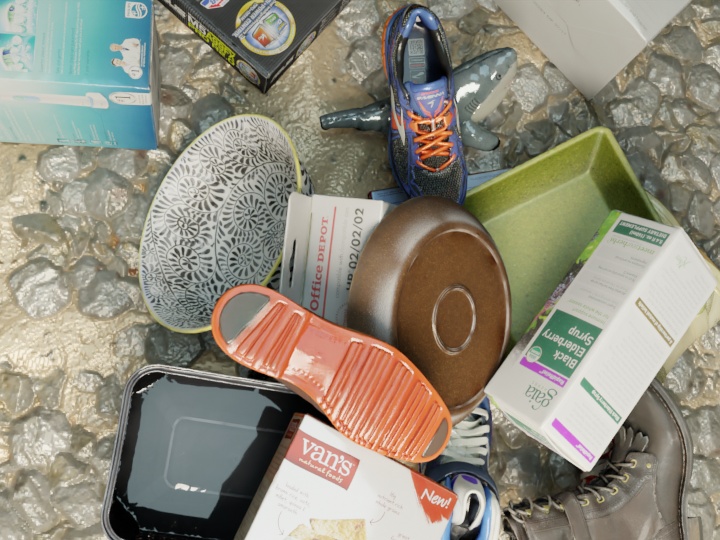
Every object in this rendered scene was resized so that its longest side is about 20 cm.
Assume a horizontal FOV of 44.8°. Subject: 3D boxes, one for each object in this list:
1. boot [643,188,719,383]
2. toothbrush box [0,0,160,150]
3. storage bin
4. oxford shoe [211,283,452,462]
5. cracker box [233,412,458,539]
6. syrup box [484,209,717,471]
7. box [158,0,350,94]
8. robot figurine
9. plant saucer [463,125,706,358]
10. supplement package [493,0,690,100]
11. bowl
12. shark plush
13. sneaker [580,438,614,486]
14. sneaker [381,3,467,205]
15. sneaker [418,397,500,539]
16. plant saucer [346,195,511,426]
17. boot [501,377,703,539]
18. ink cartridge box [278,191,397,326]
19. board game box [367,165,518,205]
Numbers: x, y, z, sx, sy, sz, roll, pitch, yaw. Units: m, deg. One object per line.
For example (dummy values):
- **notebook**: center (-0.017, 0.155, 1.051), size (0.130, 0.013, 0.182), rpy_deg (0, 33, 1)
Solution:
- **boot**: center (0.263, 0.014, 0.882), size (0.155, 0.073, 0.200), rpy_deg (-44, 91, -14)
- **toothbrush box**: center (-0.280, -0.175, 0.775), size (0.196, 0.146, 0.087), rpy_deg (0, 78, -10)
- **storage bin**: center (-0.099, 0.157, 0.707), size (0.196, 0.094, 0.138), rpy_deg (11, 80, -12)
- **oxford shoe**: center (-0.019, 0.070, 0.643), size (0.199, 0.072, 0.072), rpy_deg (36, 85, -10)
- **cracker box**: center (-0.031, 0.224, 0.636), size (0.132, 0.058, 0.202), rpy_deg (28, 77, -8)
- **syrup box**: center (0.203, 0.057, 0.738), size (0.081, 0.078, 0.201), rpy_deg (43, 81, -32)
- **box**: center (-0.093, -0.307, 0.891), size (0.160, 0.044, 0.201), rpy_deg (41, 74, 0)
- **robot figurine**: center (-0.078, 0.161, 0.790), size (0.199, 0.058, 0.146), rpy_deg (-37, 88, -15)
- **plant saucer**: center (0.191, -0.006, 0.835), size (0.198, 0.048, 0.202), rpy_deg (-26, 75, 1)
- **supplement package**: center (0.263, -0.334, 0.912), size (0.200, 0.147, 0.191), rpy_deg (-44, 89, -15)
- **bowl**: center (-0.101, -0.028, 0.788), size (0.094, 0.198, 0.204), rpy_deg (29, 70, -47)
- **shark plush**: center (0.057, -0.177, 0.875), size (0.196, 0.084, 0.092), rpy_deg (-2, 59, 2)
- **sneaker**: center (0.228, 0.206, 0.833), size (0.112, 0.071, 0.201), rpy_deg (37, 67, -6)
- **sneaker**: center (0.057, -0.146, 0.798), size (0.074, 0.078, 0.204), rpy_deg (-13, 92, -2)
- **sneaker**: center (0.093, 0.170, 0.775), size (0.079, 0.146, 0.204), rpy_deg (13, 77, -8)
- **plant saucer**: center (0.068, 0.039, 0.723), size (0.198, 0.032, 0.204), rpy_deg (-2, 94, -44)
- **boot**: center (0.202, 0.195, 0.756), size (0.171, 0.069, 0.204), rpy_deg (-7, 80, -17)
- **ink cartridge box**: center (0.000, 0.000, 0.752), size (0.067, 0.200, 0.117), rpy_deg (6, 91, 19)
- **board game box**: center (0.113, -0.045, 0.890), size (0.196, 0.019, 0.105), rpy_deg (-10, 80, -13)
